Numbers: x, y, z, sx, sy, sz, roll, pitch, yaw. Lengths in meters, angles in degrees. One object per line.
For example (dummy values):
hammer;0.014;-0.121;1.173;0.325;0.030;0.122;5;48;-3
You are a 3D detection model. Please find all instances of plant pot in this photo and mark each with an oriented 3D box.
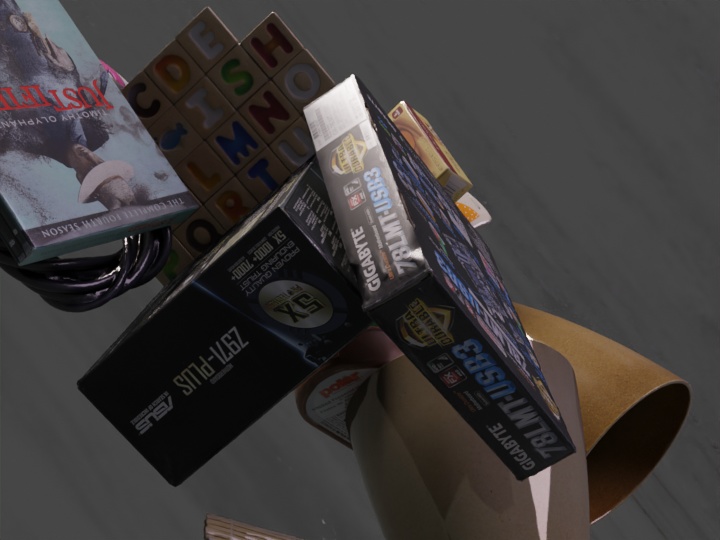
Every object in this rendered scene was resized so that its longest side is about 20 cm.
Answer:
plant pot;0.092;0.185;0.757;0.187;0.186;0.201;39;32;-43
plant pot;0.198;0.125;1.037;0.200;0.187;0.186;44;7;35

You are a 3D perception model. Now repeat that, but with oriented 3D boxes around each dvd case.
dvd case;-0.200;-0.102;0.618;0.201;0.022;0.146;56;31;7

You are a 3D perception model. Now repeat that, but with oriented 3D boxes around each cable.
cable;-0.197;-0.066;0.642;0.163;0.051;0.201;16;48;-51

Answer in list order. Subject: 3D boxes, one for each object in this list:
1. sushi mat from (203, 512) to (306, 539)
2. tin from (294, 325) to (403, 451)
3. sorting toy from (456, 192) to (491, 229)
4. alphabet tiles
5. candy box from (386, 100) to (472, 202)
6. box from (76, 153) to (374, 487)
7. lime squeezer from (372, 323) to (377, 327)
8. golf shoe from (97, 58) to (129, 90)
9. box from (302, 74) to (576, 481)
sushi mat;0.002;0.196;0.584;0.199;0.012;0.096;20;22;-19
tin;0.027;0.111;0.849;0.200;0.112;0.042;38;28;-42
sorting toy;0.018;-0.050;1.190;0.106;0.200;0.180;-11;56;-50
alphabet tiles;-0.102;-0.082;0.743;0.167;0.200;0.008;49;15;-8
candy box;0.012;-0.070;1.105;0.055;0.200;0.116;28;25;-48
box;-0.069;0.020;0.659;0.086;0.164;0.200;48;12;-9
lime squeezer;0.000;0.068;0.860;0.070;0.200;0.038;-2;59;-23
golf shoe;-0.231;-0.147;0.772;0.200;0.073;0.092;34;19;-51
box;0.049;0.003;0.645;0.200;0.049;0.199;47;19;-40
